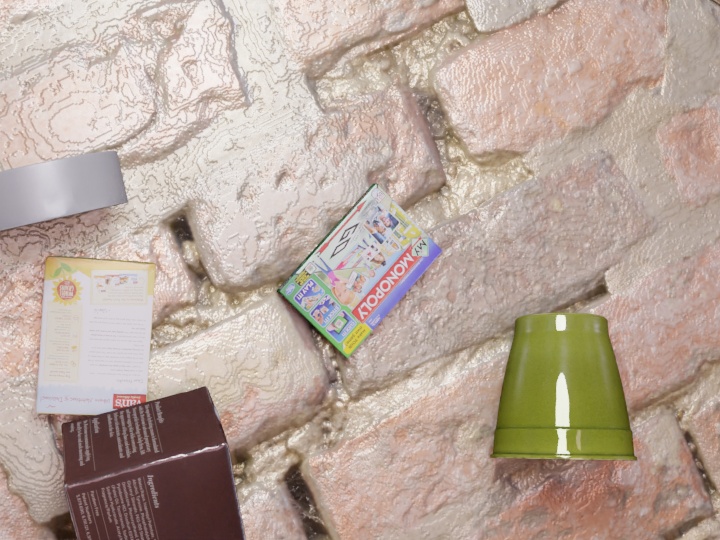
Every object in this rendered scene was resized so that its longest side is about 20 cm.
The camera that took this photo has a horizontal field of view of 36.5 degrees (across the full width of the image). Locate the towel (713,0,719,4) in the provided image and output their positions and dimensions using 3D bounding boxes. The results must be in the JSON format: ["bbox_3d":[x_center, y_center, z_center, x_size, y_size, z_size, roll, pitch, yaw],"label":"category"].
[{"bbox_3d":[0.510,-0.481,1.596,0.198,0.022,0.148,28,86,-10],"label":"towel"}]

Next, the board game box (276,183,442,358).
[{"bbox_3d":[0.000,0.000,1.500,0.134,0.029,0.200,43,83,-10],"label":"board game box"}]

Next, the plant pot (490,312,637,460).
[{"bbox_3d":[0.278,0.161,1.501,0.197,0.200,0.197,4,80,-12],"label":"plant pot"}]

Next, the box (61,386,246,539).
[{"bbox_3d":[-0.260,0.273,1.368,0.197,0.166,0.167,-13,111,-12],"label":"box"}]

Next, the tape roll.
[{"bbox_3d":[-0.385,-0.092,1.322,0.197,0.200,0.067,-14,95,-11],"label":"tape roll"}]

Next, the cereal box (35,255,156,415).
[{"bbox_3d":[-0.344,0.087,1.422,0.141,0.039,0.204,5,92,-13],"label":"cereal box"}]
